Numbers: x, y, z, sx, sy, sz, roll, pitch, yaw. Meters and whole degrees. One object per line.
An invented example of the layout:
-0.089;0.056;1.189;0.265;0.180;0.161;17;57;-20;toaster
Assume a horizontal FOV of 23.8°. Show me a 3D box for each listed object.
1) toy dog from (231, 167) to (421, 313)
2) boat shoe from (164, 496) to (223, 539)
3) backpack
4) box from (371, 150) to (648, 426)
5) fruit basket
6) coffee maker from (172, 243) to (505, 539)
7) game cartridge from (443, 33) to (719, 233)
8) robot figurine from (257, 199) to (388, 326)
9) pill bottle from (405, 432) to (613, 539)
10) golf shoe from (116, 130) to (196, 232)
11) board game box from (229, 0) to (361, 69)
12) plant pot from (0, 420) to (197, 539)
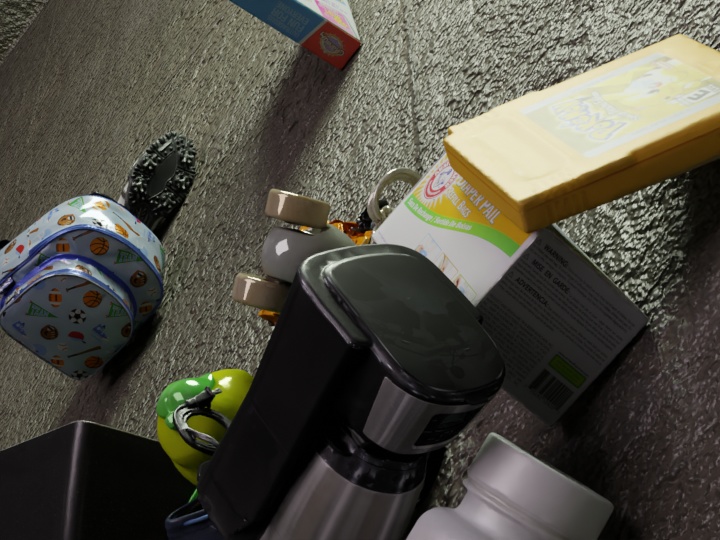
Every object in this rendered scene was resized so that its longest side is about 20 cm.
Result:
0.000;0.000;1.326;0.096;0.199;0.133;23;116;49;toy dog
-0.052;0.141;1.224;0.200;0.069;0.084;-42;18;-26;boat shoe
-0.322;0.015;1.973;0.190;0.200;0.154;-44;32;16;backpack
0.100;0.003;1.212;0.101;0.112;0.200;-48;24;7;box
-0.086;0.134;1.331;0.217;0.215;0.155;-59;23;0;fruit basket
-0.025;0.084;1.091;0.135;0.191;0.201;-39;-21;-57;coffee maker
0.168;-0.098;1.164;0.198;0.033;0.176;-21;24;-9;game cartridge
-0.020;0.008;1.523;0.200;0.058;0.146;3;65;65;robot figurine
0.068;0.208;1.043;0.201;0.114;0.114;-60;23;-1;pill bottle
-0.273;-0.082;2.111;0.201;0.077;0.094;-62;23;-9;golf shoe
-0.082;-0.316;1.906;0.040;0.152;0.201;-51;24;21;board game box
-0.208;0.252;1.468;0.199;0.198;0.179;-21;54;54;plant pot
